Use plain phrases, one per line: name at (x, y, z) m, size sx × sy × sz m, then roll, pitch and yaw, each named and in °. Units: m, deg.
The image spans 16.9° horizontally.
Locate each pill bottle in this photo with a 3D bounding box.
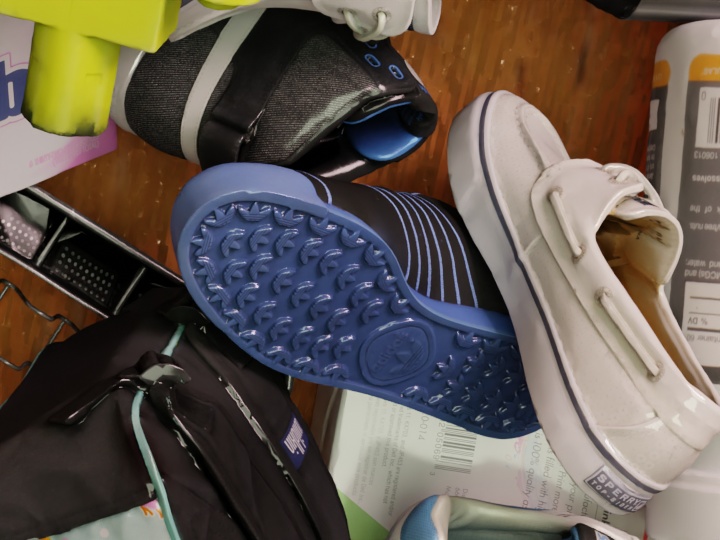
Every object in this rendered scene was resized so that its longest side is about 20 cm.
pill bottle at (0.165, 0.007, 0.940) m, size 0.116 × 0.116 × 0.200 m, roll 4°, pitch 90°, yaw -10°

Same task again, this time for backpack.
backpack at (-0.074, 0.129, 0.893) m, size 0.153 × 0.176 × 0.200 m, roll -27°, pitch 103°, yaw 13°

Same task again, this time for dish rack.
dish rack at (-0.140, 0.077, 0.986) m, size 0.153 × 0.055 × 0.200 m, roll 33°, pitch 90°, yaw -11°

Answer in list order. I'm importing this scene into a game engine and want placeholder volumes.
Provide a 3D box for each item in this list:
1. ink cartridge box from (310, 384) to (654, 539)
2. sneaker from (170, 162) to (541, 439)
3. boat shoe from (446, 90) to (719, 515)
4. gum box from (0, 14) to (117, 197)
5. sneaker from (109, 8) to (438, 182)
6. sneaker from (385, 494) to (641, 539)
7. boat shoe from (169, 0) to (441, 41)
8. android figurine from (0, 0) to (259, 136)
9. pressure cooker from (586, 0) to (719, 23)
ink cartridge box at (0.077, 0.100, 1.018) m, size 0.200 × 0.067 × 0.117 m, roll 10°, pitch 93°, yaw -10°
sneaker at (0.000, 0.000, 0.914) m, size 0.070 × 0.078 × 0.200 m, roll -45°, pitch 132°, yaw 18°
boat shoe at (0.089, -0.005, 0.906) m, size 0.070 × 0.200 × 0.071 m, roll -39°, pitch 130°, yaw 22°
gum box at (-0.191, -0.071, 0.895) m, size 0.200 × 0.066 × 0.114 m, roll -26°, pitch 138°, yaw -29°
sneaker at (0.005, -0.102, 0.946) m, size 0.112 × 0.073 × 0.200 m, roll 35°, pitch 71°, yaw 26°
sneaker at (0.104, 0.133, 0.924) m, size 0.200 × 0.073 × 0.072 m, roll 14°, pitch 57°, yaw -7°
boat shoe at (0.009, -0.113, 0.868) m, size 0.200 × 0.074 × 0.067 m, roll -21°, pitch 97°, yaw 17°
android figurine at (-0.110, -0.146, 0.787) m, size 0.182 × 0.041 × 0.200 m, roll 17°, pitch 115°, yaw 5°
pressure cooker at (0.184, -0.181, 0.951) m, size 0.200 × 0.179 × 0.176 m, roll 3°, pitch 90°, yaw -6°
